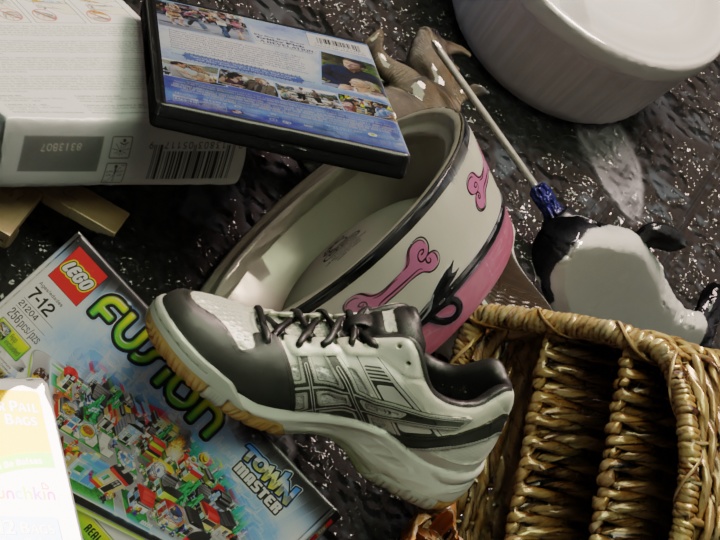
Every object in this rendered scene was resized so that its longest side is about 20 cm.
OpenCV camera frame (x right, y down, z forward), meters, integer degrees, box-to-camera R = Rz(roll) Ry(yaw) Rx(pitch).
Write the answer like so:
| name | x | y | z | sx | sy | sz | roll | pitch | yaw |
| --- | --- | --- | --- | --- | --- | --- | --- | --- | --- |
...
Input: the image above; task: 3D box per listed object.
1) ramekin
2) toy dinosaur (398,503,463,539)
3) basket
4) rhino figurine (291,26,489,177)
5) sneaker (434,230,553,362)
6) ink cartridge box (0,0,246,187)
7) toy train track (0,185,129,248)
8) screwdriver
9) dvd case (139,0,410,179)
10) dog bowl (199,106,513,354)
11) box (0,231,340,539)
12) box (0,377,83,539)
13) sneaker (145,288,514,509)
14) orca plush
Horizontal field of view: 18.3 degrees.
| name | x | y | z | sx | sy | sz | roll | pitch | yaw |
| --- | --- | --- | --- | --- | --- | --- | --- | --- | --- |
| ramekin | 0.154 | -0.194 | 1.586 | 0.202 | 0.094 | 0.203 | 20 | 47 | -23 |
| toy dinosaur | 0.015 | 0.184 | 1.148 | 0.102 | 0.136 | 0.200 | 50 | 43 | 11 |
| basket | 0.126 | 0.129 | 1.216 | 0.148 | 0.143 | 0.201 | 17 | 83 | -25 |
| rhino figurine | 0.020 | -0.105 | 1.442 | 0.088 | 0.060 | 0.200 | 51 | 41 | 1 |
| sneaker | 0.058 | 0.015 | 1.377 | 0.072 | 0.085 | 0.200 | 10 | 29 | -18 |
| ink cartridge box | -0.180 | -0.113 | 1.299 | 0.162 | 0.057 | 0.200 | -3 | 28 | -37 |
| toy train track | -0.176 | -0.067 | 1.297 | 0.114 | 0.033 | 0.200 | 30 | 38 | -1 |
| screwdriver | 0.105 | -0.068 | 1.456 | 0.028 | 0.029 | 0.200 | -37 | 105 | -7 |
| dvd case | -0.053 | -0.108 | 1.278 | 0.142 | 0.018 | 0.200 | 11 | 22 | -12 |
| dog bowl | 0.000 | 0.000 | 1.256 | 0.074 | 0.200 | 0.200 | 49 | 40 | -18 |
| box | -0.117 | 0.089 | 1.151 | 0.110 | 0.035 | 0.200 | -43 | 79 | -6 |
| box | -0.194 | 0.158 | 1.045 | 0.112 | 0.101 | 0.201 | 5 | 54 | -33 |
| sneaker | -0.012 | 0.043 | 1.139 | 0.199 | 0.088 | 0.076 | 26 | 23 | -24 |
| orca plush | 0.162 | -0.002 | 1.429 | 0.199 | 0.105 | 0.071 | 8 | 32 | -44 |
